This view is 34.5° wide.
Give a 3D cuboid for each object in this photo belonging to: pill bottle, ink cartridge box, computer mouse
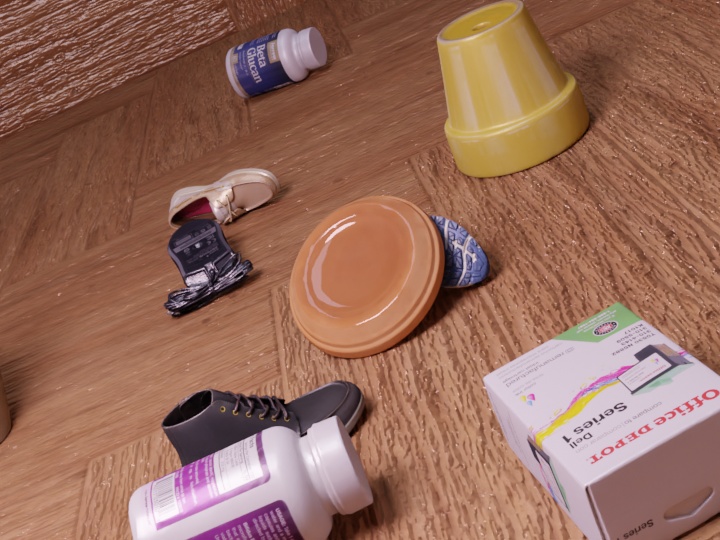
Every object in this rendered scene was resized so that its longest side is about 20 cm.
[{"bbox_3d":[-0.175,-0.443,2.444,0.198,0.112,0.111,-14,25,24],"label":"pill bottle"},{"bbox_3d":[-0.094,0.207,1.024,0.198,0.113,0.113,-24,23,2],"label":"pill bottle"},{"bbox_3d":[0.208,0.124,0.935,0.144,0.085,0.200,-28,24,-6],"label":"ink cartridge box"},{"bbox_3d":[-0.226,-0.005,1.676,0.137,0.053,0.201,-27,34,-2],"label":"computer mouse"}]

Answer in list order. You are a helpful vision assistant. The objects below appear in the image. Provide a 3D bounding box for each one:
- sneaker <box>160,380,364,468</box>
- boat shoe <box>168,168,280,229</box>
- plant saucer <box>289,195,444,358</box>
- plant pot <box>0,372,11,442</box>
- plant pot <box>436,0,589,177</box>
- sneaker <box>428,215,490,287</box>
[{"bbox_3d":[-0.093,0.146,1.154,0.199,0.107,0.075,-31,24,-14],"label":"sneaker"},{"bbox_3d":[-0.221,-0.105,1.856,0.198,0.074,0.070,-15,37,24],"label":"boat shoe"},{"bbox_3d":[0.000,0.000,1.329,0.198,0.037,0.203,-15,58,25],"label":"plant saucer"},{"bbox_3d":[-0.535,0.141,1.476,0.185,0.202,0.188,-20,23,9],"label":"plant pot"},{"bbox_3d":[0.195,-0.259,1.610,0.198,0.191,0.201,-21,24,10],"label":"plant pot"},{"bbox_3d":[0.077,-0.030,1.387,0.198,0.078,0.085,21,4,33],"label":"sneaker"}]
